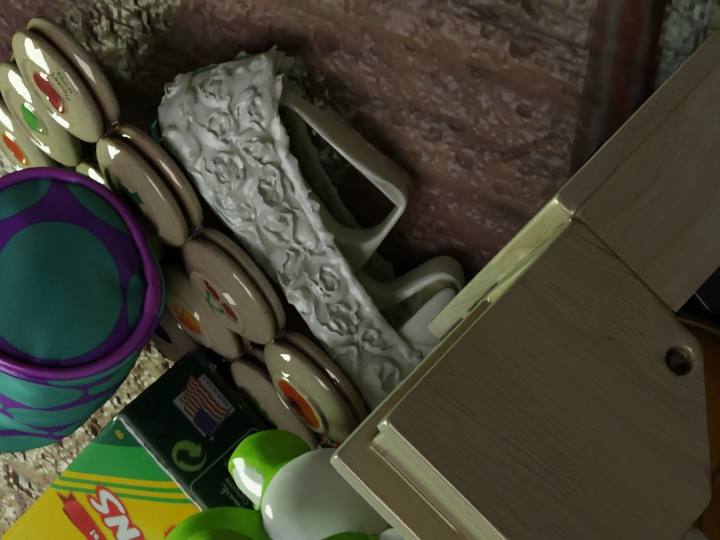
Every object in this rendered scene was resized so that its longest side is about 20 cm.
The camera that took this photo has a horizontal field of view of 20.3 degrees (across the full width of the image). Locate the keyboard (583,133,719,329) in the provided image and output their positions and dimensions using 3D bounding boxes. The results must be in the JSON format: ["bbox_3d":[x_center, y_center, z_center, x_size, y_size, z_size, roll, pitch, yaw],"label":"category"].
[{"bbox_3d":[0.154,0.027,0.706,0.200,0.021,0.127,49,132,-8],"label":"keyboard"}]

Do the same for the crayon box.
[{"bbox_3d":[-0.080,0.129,0.865,0.127,0.051,0.200,48,145,2],"label":"crayon box"}]

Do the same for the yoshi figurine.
[{"bbox_3d":[-0.009,0.124,0.673,0.200,0.111,0.113,35,124,57],"label":"yoshi figurine"}]

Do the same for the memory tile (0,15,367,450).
[{"bbox_3d":[-0.080,-0.004,0.797,0.200,0.017,0.153,51,161,-5],"label":"memory tile"}]

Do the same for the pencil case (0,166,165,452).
[{"bbox_3d":[-0.138,0.022,0.814,0.092,0.086,0.200,11,164,-14],"label":"pencil case"}]

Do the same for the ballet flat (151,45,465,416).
[{"bbox_3d":[0.000,0.000,0.763,0.072,0.072,0.200,-20,114,44],"label":"ballet flat"}]

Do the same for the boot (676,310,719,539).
[{"bbox_3d":[0.112,0.093,0.666,0.200,0.144,0.071,25,131,11],"label":"boot"}]

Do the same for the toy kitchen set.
[{"bbox_3d":[0.115,0.046,0.605,0.180,0.200,0.163,44,163,1],"label":"toy kitchen set"}]
